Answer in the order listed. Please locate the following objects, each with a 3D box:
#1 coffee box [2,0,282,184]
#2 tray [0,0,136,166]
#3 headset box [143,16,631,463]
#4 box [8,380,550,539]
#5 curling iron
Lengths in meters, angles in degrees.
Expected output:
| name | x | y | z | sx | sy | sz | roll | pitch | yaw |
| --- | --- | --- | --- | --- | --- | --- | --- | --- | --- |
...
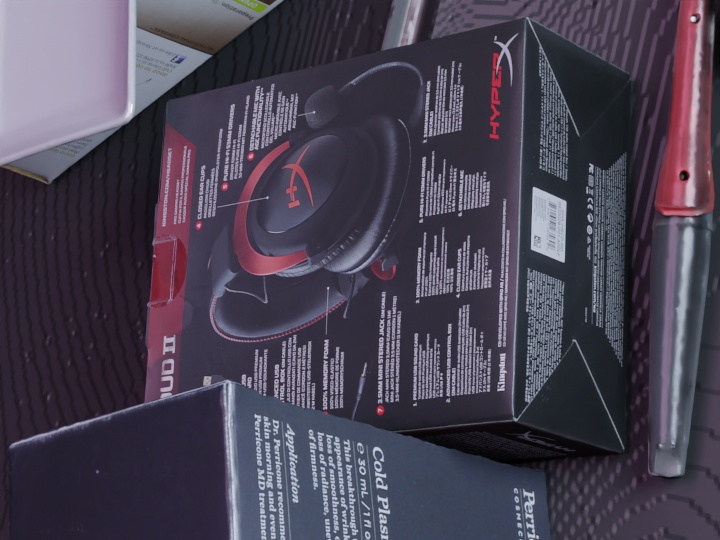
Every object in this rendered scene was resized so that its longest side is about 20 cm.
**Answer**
| name | x | y | z | sx | sy | sz | roll | pitch | yaw |
| --- | --- | --- | --- | --- | --- | --- | --- | --- | --- |
| coffee box | -0.110 | -0.144 | 0.994 | 0.200 | 0.080 | 0.115 | -35 | 57 | 27 |
| tray | -0.126 | -0.140 | 0.938 | 0.107 | 0.022 | 0.201 | -15 | 68 | 36 |
| headset box | 0.000 | 0.000 | 0.863 | 0.200 | 0.075 | 0.149 | -10 | 71 | 37 |
| box | -0.019 | 0.158 | 0.762 | 0.104 | 0.182 | 0.201 | -18 | 66 | 35 |
| curling iron | 0.122 | -0.026 | 0.801 | 0.049 | 0.026 | 0.201 | 6 | 82 | 44 |
